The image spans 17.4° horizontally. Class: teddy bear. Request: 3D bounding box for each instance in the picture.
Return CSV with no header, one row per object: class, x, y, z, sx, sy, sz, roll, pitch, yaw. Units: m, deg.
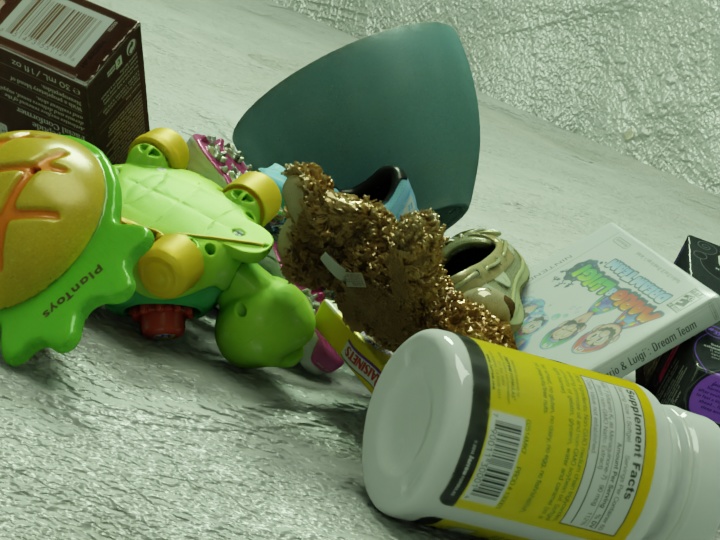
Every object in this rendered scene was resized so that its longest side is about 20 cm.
teddy bear,0.024,0.004,1.489,0.200,0.145,0.067,26,49,33

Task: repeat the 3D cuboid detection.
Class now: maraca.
maraca,-0.199,-0.016,1.434,0.107,0.137,0.200,47,-2,-41

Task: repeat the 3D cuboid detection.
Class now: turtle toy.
turtle toy,-0.118,-0.005,1.571,0.200,0.101,0.146,27,35,16

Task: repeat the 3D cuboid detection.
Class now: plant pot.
plant pot,0.017,-0.088,1.874,0.200,0.200,0.135,-1,61,-63

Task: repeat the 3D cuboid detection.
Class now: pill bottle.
pill bottle,0.112,0.111,1.397,0.200,0.114,0.114,16,12,-24

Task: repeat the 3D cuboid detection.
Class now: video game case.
video game case,0.149,0.041,1.725,0.024,0.182,0.200,63,-7,-23

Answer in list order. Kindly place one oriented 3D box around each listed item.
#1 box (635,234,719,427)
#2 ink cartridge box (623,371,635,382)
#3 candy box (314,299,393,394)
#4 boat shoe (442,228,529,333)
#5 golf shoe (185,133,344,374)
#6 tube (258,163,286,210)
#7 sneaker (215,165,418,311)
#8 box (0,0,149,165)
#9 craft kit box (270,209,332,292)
box,0.277,0.080,1.734,0.122,0.106,0.200,21,30,-5
ink cartridge box,0.210,0.089,1.871,0.200,0.050,0.161,20,10,-12
candy box,0.057,0.088,1.541,0.102,0.026,0.200,8,28,-40
boat shoe,0.082,0.000,1.769,0.063,0.073,0.201,62,12,-16
golf shoe,-0.084,0.001,1.659,0.200,0.092,0.075,57,14,19
tube,0.000,0.000,1.670,0.200,0.050,0.077,49,4,0
sneaker,-0.045,-0.030,1.745,0.200,0.090,0.078,-20,34,-27
box,-0.207,-0.101,1.652,0.100,0.200,0.075,23,56,18
craft kit box,-0.078,-0.026,1.915,0.197,0.049,0.200,27,12,16
